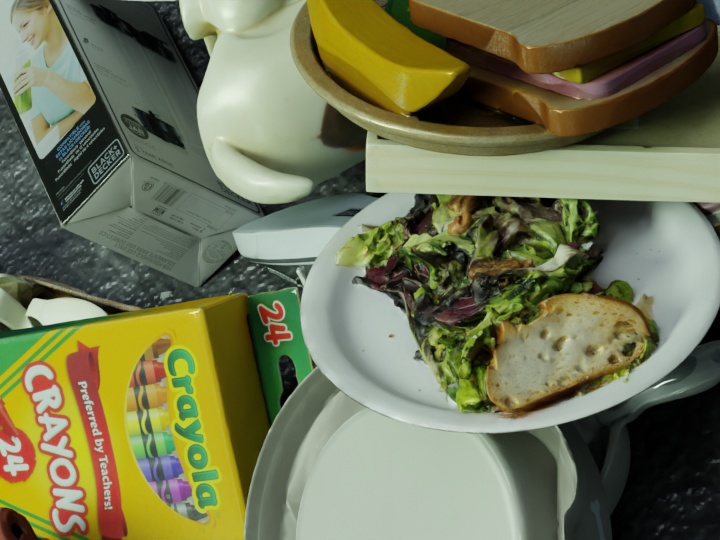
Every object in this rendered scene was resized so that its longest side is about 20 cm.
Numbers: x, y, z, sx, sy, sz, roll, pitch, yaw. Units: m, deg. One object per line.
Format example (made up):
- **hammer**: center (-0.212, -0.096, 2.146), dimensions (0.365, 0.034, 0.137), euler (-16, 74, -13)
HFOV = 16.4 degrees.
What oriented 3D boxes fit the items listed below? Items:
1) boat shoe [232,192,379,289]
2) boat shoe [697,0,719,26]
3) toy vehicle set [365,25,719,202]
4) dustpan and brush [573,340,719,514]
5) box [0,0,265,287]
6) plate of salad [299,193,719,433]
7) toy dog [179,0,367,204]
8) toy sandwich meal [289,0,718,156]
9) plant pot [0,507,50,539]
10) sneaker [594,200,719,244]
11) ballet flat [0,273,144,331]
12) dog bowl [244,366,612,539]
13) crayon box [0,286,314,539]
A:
- **boat shoe**: center (0.002, -0.001, 1.322), dimensions (0.073, 0.068, 0.199), euler (-24, 15, -36)
- **boat shoe**: center (0.171, -0.193, 1.305), dimensions (0.071, 0.091, 0.201), euler (-20, 56, 23)
- **toy vehicle set**: center (0.105, -0.079, 1.203), dimensions (0.199, 0.027, 0.124), euler (2, 34, 5)
- **dustpan and brush**: center (0.105, 0.079, 1.217), dimensions (0.200, 0.057, 0.140), euler (-21, 56, 23)
- **box**: center (-0.143, -0.094, 1.437), dimensions (0.060, 0.117, 0.200), euler (-44, 50, 19)
- **plate of salad**: center (0.068, 0.000, 1.158), dimensions (0.199, 0.048, 0.200), euler (-8, 39, 6)
- **toy dog**: center (0.012, -0.123, 1.332), dimensions (0.199, 0.140, 0.194), euler (-12, 29, 8)
- **toy sandwich meal**: center (0.063, -0.123, 1.178), dimensions (0.204, 0.070, 0.205), euler (0, 35, 0)
- **plant pot**: center (-0.216, 0.234, 1.267), dimensions (0.195, 0.201, 0.201), euler (-37, 50, 1)
- **sneaker**: center (0.150, -0.034, 1.242), dimensions (0.200, 0.075, 0.090), euler (-22, 60, 21)
- **ballet flat**: center (-0.179, 0.031, 1.426), dimensions (0.200, 0.067, 0.068), euler (7, 69, 36)
- **dog bowl**: center (0.035, 0.132, 1.196), dimensions (0.200, 0.059, 0.201), euler (-4, 84, 42)
- **crayon box**: center (-0.115, 0.084, 1.326), dimensions (0.199, 0.051, 0.127), euler (-10, 94, 29)
